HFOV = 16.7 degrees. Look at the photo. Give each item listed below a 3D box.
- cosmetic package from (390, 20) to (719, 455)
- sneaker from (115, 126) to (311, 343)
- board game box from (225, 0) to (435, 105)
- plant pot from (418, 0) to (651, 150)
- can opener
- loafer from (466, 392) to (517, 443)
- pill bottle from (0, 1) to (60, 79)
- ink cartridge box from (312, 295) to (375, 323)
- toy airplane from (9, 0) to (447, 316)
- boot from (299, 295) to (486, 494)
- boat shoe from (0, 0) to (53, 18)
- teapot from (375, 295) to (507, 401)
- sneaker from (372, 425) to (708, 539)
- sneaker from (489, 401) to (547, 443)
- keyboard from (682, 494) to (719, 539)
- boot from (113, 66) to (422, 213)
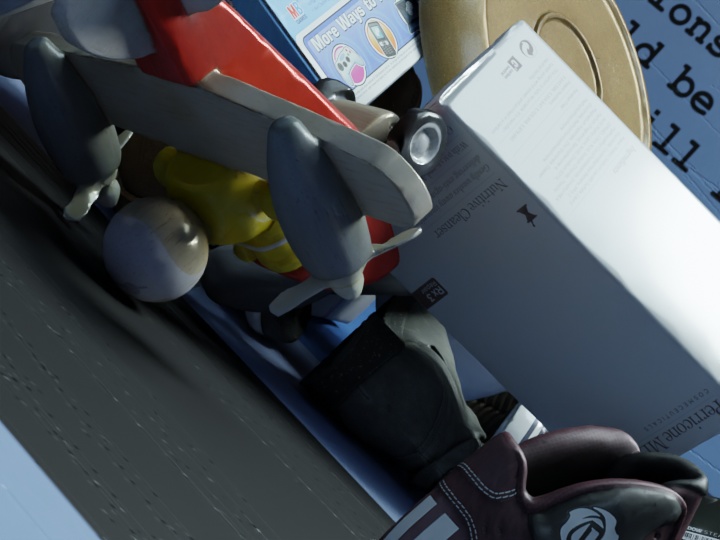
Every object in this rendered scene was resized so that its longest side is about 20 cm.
[{"bbox_3d":[0.098,-0.003,1.148,0.200,0.081,0.113,45,-40,-2],"label":"cosmetic package"},{"bbox_3d":[-0.081,-0.034,1.295,0.115,0.076,0.201,1,38,-3],"label":"sneaker"},{"bbox_3d":[-0.038,-0.177,1.223,0.196,0.056,0.200,54,37,-6],"label":"board game box"},{"bbox_3d":[0.099,-0.100,1.278,0.200,0.027,0.200,29,52,-46],"label":"plant pot"},{"bbox_3d":[0.000,0.000,1.193,0.200,0.053,0.067,2,44,-37],"label":"can opener"},{"bbox_3d":[0.110,0.093,1.591,0.200,0.076,0.068,37,12,-43],"label":"loafer"},{"bbox_3d":[-0.137,-0.149,1.236,0.200,0.112,0.112,-1,37,-46],"label":"pill bottle"},{"bbox_3d":[-0.050,-0.047,1.481,0.145,0.084,0.200,43,4,11],"label":"ink cartridge box"},{"bbox_3d":[-0.066,-0.055,1.026,0.199,0.141,0.200,32,-10,-1],"label":"toy airplane"},{"bbox_3d":[0.040,0.080,1.248,0.131,0.068,0.200,47,12,1],"label":"boot"},{"bbox_3d":[-0.142,-0.155,1.108,0.070,0.200,0.071,-38,113,-78],"label":"boat shoe"},{"bbox_3d":[0.088,-0.018,1.412,0.197,0.200,0.146,-23,94,-47],"label":"teapot"},{"bbox_3d":[0.093,0.124,0.831,0.200,0.116,0.076,39,5,-31],"label":"sneaker"},{"bbox_3d":[0.112,0.111,1.410,0.079,0.078,0.200,37,2,8],"label":"sneaker"},{"bbox_3d":[0.145,0.142,1.108,0.200,0.040,0.104,14,33,15],"label":"keyboard"},{"bbox_3d":[-0.039,-0.086,1.245,0.074,0.076,0.200,29,39,34],"label":"boot"}]
